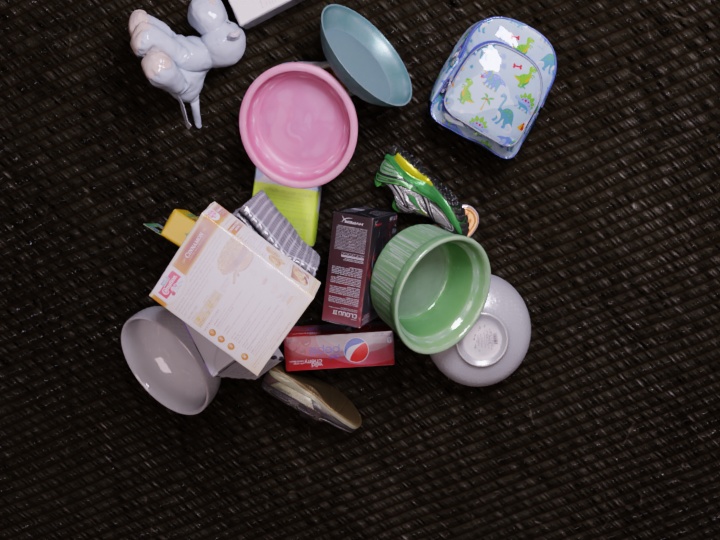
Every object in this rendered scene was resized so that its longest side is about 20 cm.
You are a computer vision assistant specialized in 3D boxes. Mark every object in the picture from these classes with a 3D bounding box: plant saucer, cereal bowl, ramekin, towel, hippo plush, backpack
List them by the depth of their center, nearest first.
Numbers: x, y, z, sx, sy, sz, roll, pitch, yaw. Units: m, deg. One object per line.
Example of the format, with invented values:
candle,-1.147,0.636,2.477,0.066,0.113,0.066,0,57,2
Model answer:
towel,-0.140,-0.041,1.317,0.085,0.200,0.166,-39,99,6
plant saucer,0.002,-0.339,1.323,0.036,0.201,0.201,-36,99,33
hippo plush,-0.268,-0.360,1.329,0.158,0.159,0.203,-29,98,7
plant saucer,-0.098,-0.238,1.335,0.195,0.051,0.206,4,115,8
backpack,0.222,-0.304,1.335,0.180,0.147,0.203,27,97,-6
ramekin,0.110,0.024,1.339,0.196,0.097,0.205,-16,120,-30
cereal bowl,-0.319,0.146,1.430,0.196,0.083,0.204,19,128,25
cereal bowl,0.209,0.111,1.443,0.194,0.083,0.206,0,100,2

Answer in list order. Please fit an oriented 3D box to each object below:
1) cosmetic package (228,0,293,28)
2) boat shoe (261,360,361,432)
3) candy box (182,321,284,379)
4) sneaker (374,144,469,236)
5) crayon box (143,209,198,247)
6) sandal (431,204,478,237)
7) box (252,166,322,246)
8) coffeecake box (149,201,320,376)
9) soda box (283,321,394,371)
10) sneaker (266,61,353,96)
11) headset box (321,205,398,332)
cosmetic package,-0.128,-0.490,1.346,0.196,0.071,0.103,-24,99,5
boat shoe,-0.089,0.236,1.484,0.198,0.073,0.065,35,111,-1
candy box,-0.222,0.090,1.367,0.071,0.200,0.170,-33,76,6
sneaker,0.108,-0.120,1.407,0.200,0.078,0.086,44,110,11
crayon box,-0.263,-0.047,1.400,0.197,0.126,0.052,32,91,-5
sandal,0.124,-0.035,1.429,0.079,0.059,0.207,44,98,-6
box,-0.125,-0.153,1.419,0.118,0.048,0.206,8,101,0
coffeecake box,-0.182,0.027,1.197,0.198,0.073,0.155,37,107,-6
soda box,-0.037,0.134,1.458,0.194,0.070,0.065,-4,103,2
sneaker,-0.090,-0.317,1.373,0.194,0.081,0.079,-10,102,4
headset box,0.000,0.000,1.388,0.073,0.148,0.206,11,100,18
